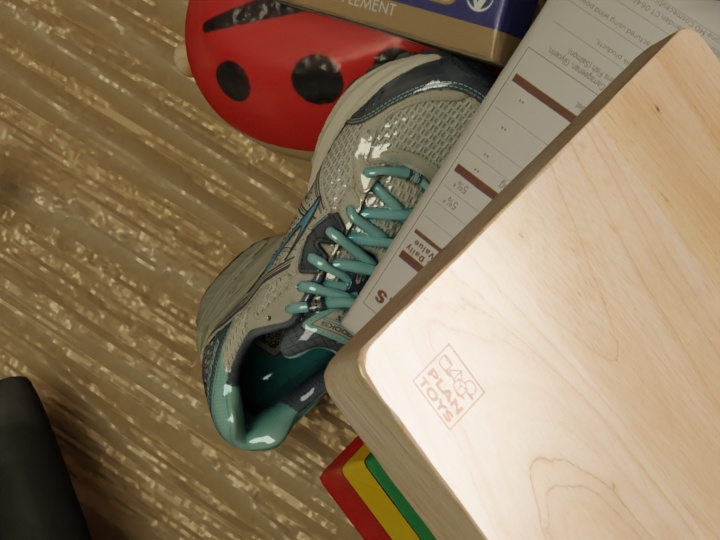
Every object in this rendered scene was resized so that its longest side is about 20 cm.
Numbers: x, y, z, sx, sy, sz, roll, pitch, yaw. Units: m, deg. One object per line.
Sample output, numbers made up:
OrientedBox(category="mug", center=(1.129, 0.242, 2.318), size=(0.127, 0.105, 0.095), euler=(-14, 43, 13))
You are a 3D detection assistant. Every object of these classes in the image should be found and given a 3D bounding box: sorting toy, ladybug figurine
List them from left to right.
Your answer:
OrientedBox(category="ladybug figurine", center=(0.004, -0.116, 0.827), size=(0.200, 0.072, 0.136), euler=(-18, 83, 22))
OrientedBox(category="sorting toy", center=(0.092, 0.060, 0.608), size=(0.200, 0.199, 0.070), euler=(53, 140, -8))

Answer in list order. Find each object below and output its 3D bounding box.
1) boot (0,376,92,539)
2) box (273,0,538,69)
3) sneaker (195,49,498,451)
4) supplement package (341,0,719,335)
OrientedBox(category="boot", center=(-0.122, 0.130, 0.849), size=(0.165, 0.066, 0.200), euler=(-42, 52, 23))
OrientedBox(category="box", center=(0.035, -0.190, 0.752), size=(0.121, 0.032, 0.200), euler=(20, 95, 30))
OrientedBox(category="sneaker", center=(0.000, 0.000, 0.800), size=(0.078, 0.086, 0.200), euler=(25, 121, -18))
OrientedBox(category="supplement package", center=(0.109, -0.023, 0.751), size=(0.117, 0.117, 0.200), euler=(39, 104, 27))
